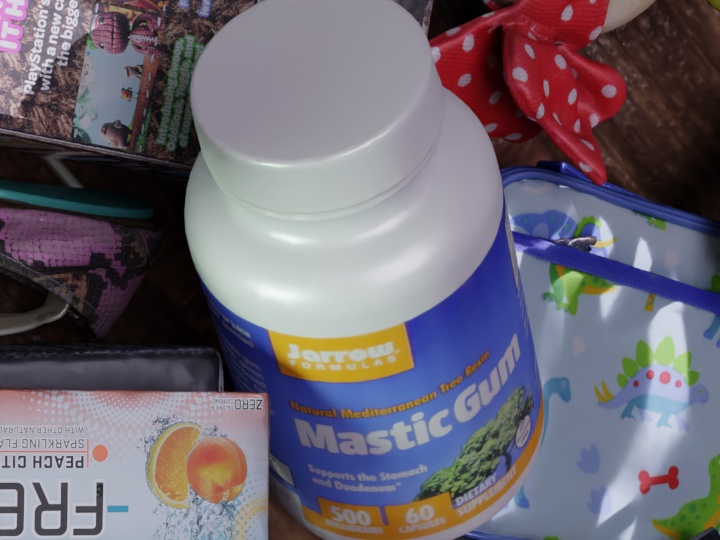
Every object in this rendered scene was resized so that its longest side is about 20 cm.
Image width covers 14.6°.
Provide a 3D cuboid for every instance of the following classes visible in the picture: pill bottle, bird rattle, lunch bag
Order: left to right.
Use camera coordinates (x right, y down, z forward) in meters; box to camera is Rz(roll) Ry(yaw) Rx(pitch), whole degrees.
[{"bbox_3d":[0.000,0.000,0.992,0.112,0.112,0.201,-39,143,-19],"label":"pill bottle"},{"bbox_3d":[0.085,-0.140,1.116,0.199,0.112,0.164,-32,119,-22],"label":"bird rattle"},{"bbox_3d":[0.104,0.046,1.162,0.199,0.082,0.162,18,81,-25],"label":"lunch bag"}]

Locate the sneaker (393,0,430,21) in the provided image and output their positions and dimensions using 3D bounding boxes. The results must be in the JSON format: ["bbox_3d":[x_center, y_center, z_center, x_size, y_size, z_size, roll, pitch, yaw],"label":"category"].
[{"bbox_3d":[0.020,-0.170,1.028,0.082,0.075,0.201,26,82,7],"label":"sneaker"}]

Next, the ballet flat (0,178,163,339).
[{"bbox_3d":[-0.161,-0.012,1.033,0.199,0.069,0.072,16,92,-39],"label":"ballet flat"}]

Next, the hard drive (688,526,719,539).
[{"bbox_3d":[0.141,0.219,1.122,0.042,0.135,0.201,-9,124,-12],"label":"hard drive"}]

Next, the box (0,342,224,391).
[{"bbox_3d":[-0.160,0.125,1.020,0.199,0.117,0.198,0,90,-26],"label":"box"}]

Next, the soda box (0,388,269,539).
[{"bbox_3d":[-0.132,0.070,0.931,0.199,0.068,0.064,3,87,-24],"label":"soda box"}]

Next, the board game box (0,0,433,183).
[{"bbox_3d":[-0.079,-0.118,1.062,0.199,0.097,0.161,11,87,-25],"label":"board game box"}]
